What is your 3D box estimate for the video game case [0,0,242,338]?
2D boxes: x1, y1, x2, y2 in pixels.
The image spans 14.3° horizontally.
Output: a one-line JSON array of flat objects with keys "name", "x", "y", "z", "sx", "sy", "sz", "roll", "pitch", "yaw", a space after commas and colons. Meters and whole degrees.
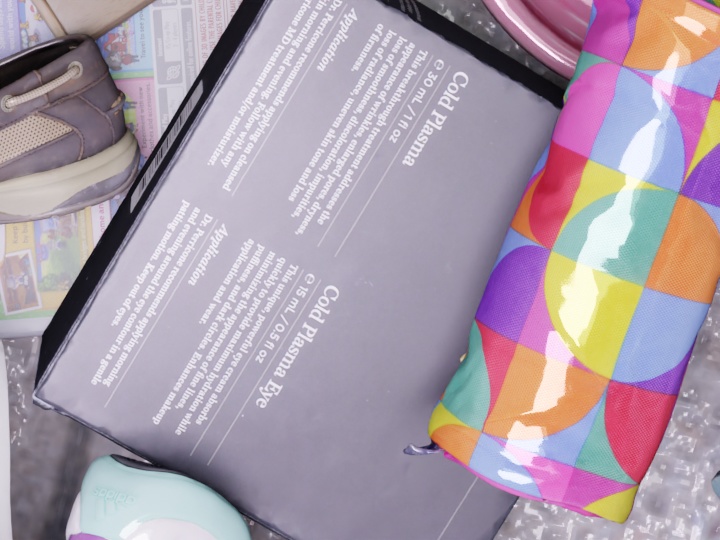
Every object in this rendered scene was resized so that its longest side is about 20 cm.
[{"name": "video game case", "x": -0.097, "y": -0.076, "z": 1.183, "sx": 0.182, "sy": 0.022, "sz": 0.201, "roll": -4, "pitch": 91, "yaw": -1}]

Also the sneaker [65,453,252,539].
[{"name": "sneaker", "x": -0.069, "y": 0.169, "z": 1.099, "sx": 0.078, "sy": 0.200, "sz": 0.140, "roll": 11, "pitch": 69, "yaw": 38}]

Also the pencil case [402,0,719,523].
[{"name": "pencil case", "x": 0.088, "y": -0.008, "z": 1.030, "sx": 0.088, "sy": 0.088, "sz": 0.200, "roll": 22, "pitch": 98, "yaw": 0}]

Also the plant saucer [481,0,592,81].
[{"name": "plant saucer", "x": 0.131, "y": -0.164, "z": 1.172, "sx": 0.200, "sy": 0.051, "sz": 0.201, "roll": 0, "pitch": 89, "yaw": 0}]

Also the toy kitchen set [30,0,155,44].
[{"name": "toy kitchen set", "x": -0.140, "y": -0.169, "z": 1.082, "sx": 0.200, "sy": 0.180, "sz": 0.163, "roll": -33, "pitch": 90, "yaw": -2}]

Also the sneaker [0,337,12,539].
[{"name": "sneaker", "x": -0.204, "y": 0.104, "z": 1.051, "sx": 0.146, "sy": 0.081, "sz": 0.200, "roll": 5, "pitch": 69, "yaw": -20}]

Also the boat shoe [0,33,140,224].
[{"name": "boat shoe", "x": -0.184, "y": -0.047, "z": 1.112, "sx": 0.200, "sy": 0.074, "sz": 0.073, "roll": -17, "pitch": 108, "yaw": -26}]

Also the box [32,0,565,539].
[{"name": "box", "x": 0.000, "y": 0.000, "z": 1.119, "sx": 0.182, "sy": 0.104, "sz": 0.200, "roll": 31, "pitch": 97, "yaw": -9}]

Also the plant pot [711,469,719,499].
[{"name": "plant pot", "x": 0.268, "y": 0.042, "z": 1.110, "sx": 0.200, "sy": 0.200, "sz": 0.196, "roll": 29, "pitch": 82, "yaw": 0}]
